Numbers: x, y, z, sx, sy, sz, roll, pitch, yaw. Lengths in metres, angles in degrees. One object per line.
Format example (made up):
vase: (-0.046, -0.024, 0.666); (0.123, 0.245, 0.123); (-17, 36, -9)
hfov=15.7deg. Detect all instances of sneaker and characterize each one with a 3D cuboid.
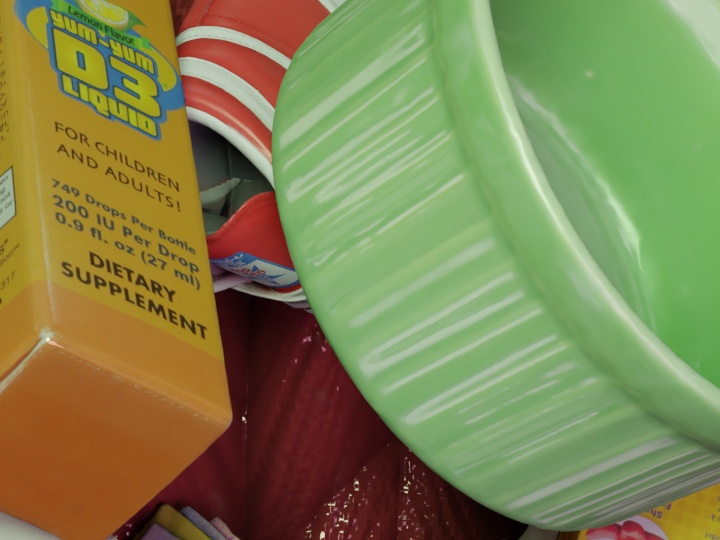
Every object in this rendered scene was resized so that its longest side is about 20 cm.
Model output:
sneaker: (0.000, 0.000, 0.836); (0.200, 0.071, 0.113); (51, 38, -16)

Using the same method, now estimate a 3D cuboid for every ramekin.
ramekin: (0.067, -0.020, 0.784); (0.200, 0.200, 0.098); (29, 135, -36)

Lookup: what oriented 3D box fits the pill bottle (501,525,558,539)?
pill bottle: (0.130, 0.076, 0.966); (0.200, 0.111, 0.111); (-45, 125, -10)

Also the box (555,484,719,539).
box: (0.140, 0.060, 0.889); (0.117, 0.048, 0.200); (21, 78, -2)

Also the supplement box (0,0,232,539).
supplement box: (-0.089, -0.024, 0.737); (0.066, 0.200, 0.069); (26, 123, -34)

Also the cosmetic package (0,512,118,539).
cosmetic package: (-0.178, 0.122, 0.721); (0.200, 0.151, 0.052); (-50, 152, -19)

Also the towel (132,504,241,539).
towel: (-0.043, 0.180, 0.853); (0.144, 0.200, 0.023); (-48, 146, -7)
